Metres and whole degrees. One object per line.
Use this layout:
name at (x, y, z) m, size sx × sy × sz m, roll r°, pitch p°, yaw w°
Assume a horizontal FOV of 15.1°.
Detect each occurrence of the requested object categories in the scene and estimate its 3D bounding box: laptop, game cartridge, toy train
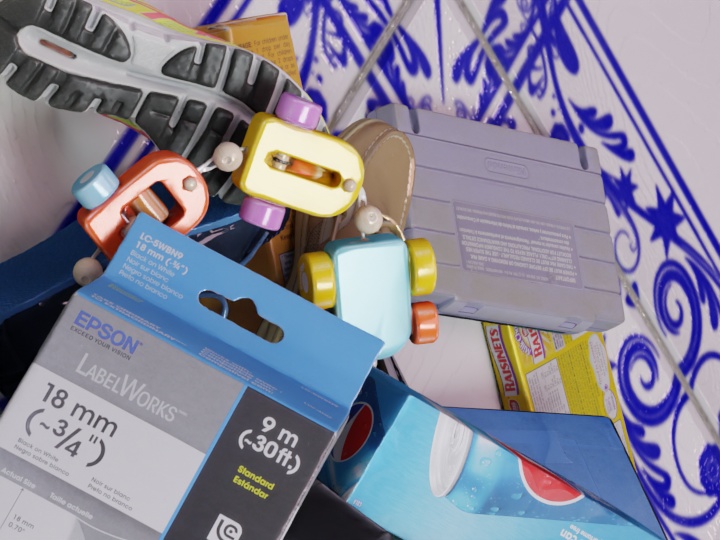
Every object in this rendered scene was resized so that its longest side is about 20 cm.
laptop at (0.090, 0.097, 1.560) m, size 0.187 × 0.116 × 0.200 m, roll -112°, pitch 177°, yaw -53°
game cartridge at (0.087, -0.029, 1.725) m, size 0.200 × 0.038 × 0.130 m, roll 10°, pitch 70°, yaw -45°
toy train at (-0.053, -0.008, 1.399) m, size 0.150 × 0.056 × 0.200 m, roll -45°, pitch 112°, yaw -3°

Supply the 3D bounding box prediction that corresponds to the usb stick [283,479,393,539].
usb stick at (-0.067, 0.103, 1.351) m, size 0.055 × 0.200 × 0.033 m, roll -40°, pitch 147°, yaw -27°

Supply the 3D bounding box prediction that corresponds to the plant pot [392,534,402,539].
plant pot at (-0.051, 0.203, 1.412) m, size 0.161 × 0.200 × 0.201 m, roll 36°, pitch 56°, yaw -27°

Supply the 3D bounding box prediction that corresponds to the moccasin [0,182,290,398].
moccasin at (-0.123, 0.005, 1.440) m, size 0.200 × 0.080 × 0.068 m, roll -24°, pitch 121°, yaw -28°

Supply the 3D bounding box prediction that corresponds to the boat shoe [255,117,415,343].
boat shoe at (0.000, 0.000, 1.500) m, size 0.071 × 0.064 × 0.200 m, roll 45°, pitch 51°, yaw -39°

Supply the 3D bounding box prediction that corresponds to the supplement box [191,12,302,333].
supplement box at (-0.061, -0.042, 1.535) m, size 0.069 × 0.066 × 0.201 m, roll -22°, pitch 102°, yaw -52°

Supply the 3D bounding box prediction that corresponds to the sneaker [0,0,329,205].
sneaker at (-0.103, -0.104, 1.434) m, size 0.200 × 0.090 × 0.078 m, roll 28°, pitch 103°, yaw -16°

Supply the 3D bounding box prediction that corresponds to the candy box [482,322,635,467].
candy box at (0.131, 0.078, 1.795) m, size 0.102 × 0.026 × 0.201 m, roll -24°, pitch 103°, yaw -47°

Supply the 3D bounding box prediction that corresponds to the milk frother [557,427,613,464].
milk frother at (0.119, 0.205, 1.615) m, size 0.188 × 0.200 × 0.181 m, roll -32°, pitch 107°, yaw -49°

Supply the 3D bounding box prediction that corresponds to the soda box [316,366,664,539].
soda box at (0.066, 0.124, 1.417) m, size 0.200 × 0.064 × 0.068 m, roll 31°, pitch 90°, yaw -32°

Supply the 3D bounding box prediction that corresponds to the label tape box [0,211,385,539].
label tape box at (-0.092, 0.078, 1.284) m, size 0.144 × 0.063 × 0.200 m, roll 28°, pitch 73°, yaw 2°
